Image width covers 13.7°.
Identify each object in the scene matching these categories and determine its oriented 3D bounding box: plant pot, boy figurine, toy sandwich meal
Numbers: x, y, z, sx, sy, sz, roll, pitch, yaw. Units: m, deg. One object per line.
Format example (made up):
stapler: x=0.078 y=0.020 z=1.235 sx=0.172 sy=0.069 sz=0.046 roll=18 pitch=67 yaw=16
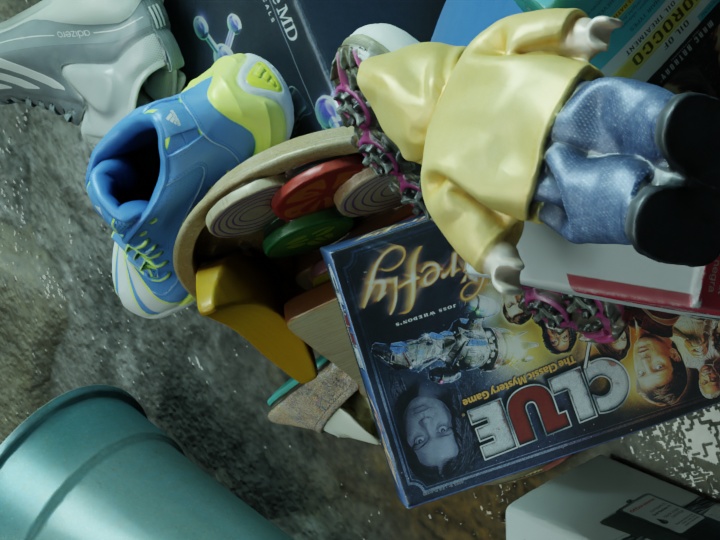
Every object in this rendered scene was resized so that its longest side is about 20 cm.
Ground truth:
plant pot: x=-0.128 y=0.204 z=1.863 sx=0.196 sy=0.200 sz=0.201 roll=29 pitch=129 yaw=29
boy figurine: x=0.071 y=-0.052 z=1.282 sx=0.199 sy=0.064 sz=0.125 roll=17 pitch=91 yaw=49
toy sandwich meal: x=0.000 y=0.000 z=1.556 sx=0.205 sy=0.204 sz=0.071 roll=-51 pitch=43 yaw=48

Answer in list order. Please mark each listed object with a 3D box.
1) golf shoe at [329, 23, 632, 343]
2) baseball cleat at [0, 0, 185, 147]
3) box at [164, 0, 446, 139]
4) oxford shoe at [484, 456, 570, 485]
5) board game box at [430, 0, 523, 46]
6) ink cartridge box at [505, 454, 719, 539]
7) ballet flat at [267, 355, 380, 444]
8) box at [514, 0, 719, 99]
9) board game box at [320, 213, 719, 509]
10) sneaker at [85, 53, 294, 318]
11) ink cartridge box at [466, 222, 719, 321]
golf shoe: x=0.068 y=-0.057 z=1.434 sx=0.200 sy=0.092 sz=0.072 roll=42 pitch=155 yaw=-23
baseball cleat: x=-0.167 y=-0.101 z=1.649 sx=0.200 sy=0.070 sz=0.107 roll=-24 pitch=88 yaw=53
box: x=-0.044 y=-0.115 z=1.650 sx=0.200 sy=0.107 sz=0.149 roll=-24 pitch=88 yaw=51
oxford shoe: x=0.090 y=0.068 z=1.615 sx=0.071 sy=0.075 sz=0.200 roll=55 pitch=142 yaw=11
board game box: x=0.095 y=-0.150 z=1.482 sx=0.039 sy=0.159 sz=0.200 roll=27 pitch=139 yaw=-14
ink cartridge box: x=0.172 y=0.202 z=1.577 sx=0.199 sy=0.083 sz=0.148 roll=20 pitch=122 yaw=44
ballet flat: x=0.010 y=0.059 z=1.718 sx=0.067 sy=0.068 sz=0.200 roll=53 pitch=142 yaw=6
box: x=0.126 y=-0.124 z=1.379 sx=0.082 sy=0.200 sz=0.049 roll=-47 pitch=62 yaw=2
board game box: x=0.095 y=0.023 z=1.498 sx=0.035 sy=0.199 sz=0.136 roll=-149 pitch=41 yaw=-81
sneaker: x=-0.114 y=-0.038 z=1.585 sx=0.076 sy=0.105 sz=0.200 roll=53 pitch=138 yaw=22
ink cartridge box: x=0.171 y=-0.018 z=1.363 sx=0.145 sy=0.199 sz=0.084 roll=8 pitch=89 yaw=48
